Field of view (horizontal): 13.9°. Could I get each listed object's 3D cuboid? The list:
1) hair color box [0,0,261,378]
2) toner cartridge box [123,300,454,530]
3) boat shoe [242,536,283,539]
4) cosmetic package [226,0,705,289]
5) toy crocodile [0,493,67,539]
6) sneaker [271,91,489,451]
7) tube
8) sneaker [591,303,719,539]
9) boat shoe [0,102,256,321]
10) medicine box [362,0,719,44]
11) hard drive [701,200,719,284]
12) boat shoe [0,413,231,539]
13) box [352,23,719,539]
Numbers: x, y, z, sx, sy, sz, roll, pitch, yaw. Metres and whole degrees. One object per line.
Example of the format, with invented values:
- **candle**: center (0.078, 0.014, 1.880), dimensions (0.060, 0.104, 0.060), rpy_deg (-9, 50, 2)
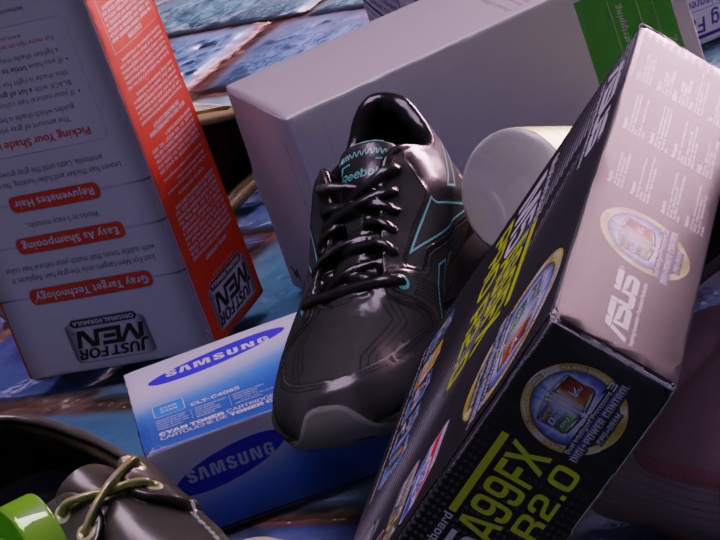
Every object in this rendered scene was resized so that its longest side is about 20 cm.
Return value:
- **hair color box**: center (-0.130, -0.057, 1.323), dimensions (0.101, 0.200, 0.061), rpy_deg (-9, 22, 25)
- **toner cartridge box**: center (0.008, 0.042, 1.191), dimensions (0.200, 0.043, 0.095), rpy_deg (-20, 19, -3)
- **boat shoe**: center (-0.099, 0.149, 0.973), dimensions (0.200, 0.072, 0.065), rpy_deg (-37, 27, -27)
- **cosmetic package**: center (0.053, -0.070, 1.350), dimensions (0.200, 0.108, 0.085), rpy_deg (-27, 22, -16)
- **toy crocodile**: center (-0.149, 0.119, 1.070), dimensions (0.068, 0.062, 0.200), rpy_deg (-28, 13, -24)
- **sneaker**: center (0.000, 0.000, 1.132), dimensions (0.075, 0.079, 0.200), rpy_deg (-12, 23, 16)
- **tube**: center (0.116, -0.038, 1.215), dimensions (0.052, 0.058, 0.200), rpy_deg (-42, -21, 31)
- **sneaker**: center (0.145, 0.028, 1.054), dimensions (0.105, 0.075, 0.200), rpy_deg (4, 34, 37)
- **boat shoe**: center (-0.111, -0.037, 1.461), dimensions (0.066, 0.074, 0.200), rpy_deg (-10, 21, 38)
- **medicine box**: center (0.084, -0.193, 1.504), dimensions (0.182, 0.200, 0.103), rpy_deg (-22, 22, -8)
- **hard drive**: center (0.152, -0.052, 1.069), dimensions (0.140, 0.033, 0.200), rpy_deg (-48, -1, -22)
- **boat shoe**: center (-0.099, 0.100, 1.110), dimensions (0.072, 0.060, 0.202), rpy_deg (-29, 22, -24)
- **box**: center (0.056, 0.031, 0.954), dimensions (0.160, 0.044, 0.200), rpy_deg (-58, 5, 33)
